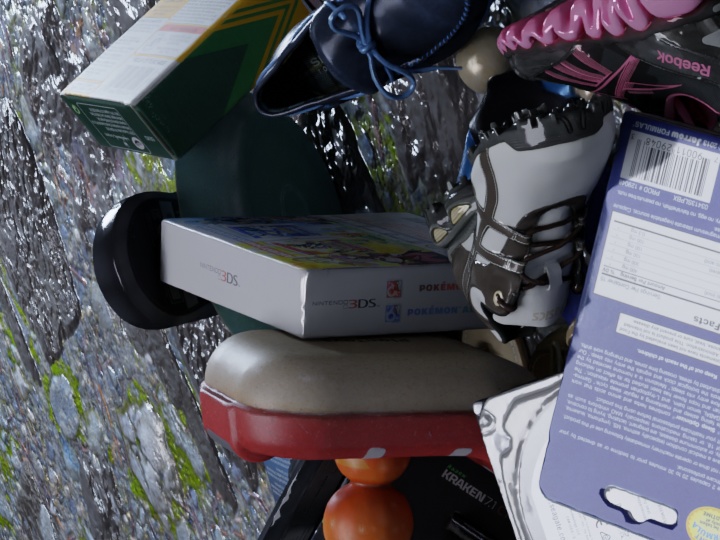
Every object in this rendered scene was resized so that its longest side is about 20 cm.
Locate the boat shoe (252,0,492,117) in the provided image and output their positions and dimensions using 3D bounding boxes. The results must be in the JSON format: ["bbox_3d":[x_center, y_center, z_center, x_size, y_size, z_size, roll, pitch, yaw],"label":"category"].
[{"bbox_3d":[0.007,-0.126,1.346,0.084,0.069,0.200,48,147,-3],"label":"boat shoe"}]

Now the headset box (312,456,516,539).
[{"bbox_3d":[0.055,0.201,1.472,0.174,0.093,0.200,33,145,6],"label":"headset box"}]

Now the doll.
[{"bbox_3d":[0.099,-0.054,1.313,0.136,0.048,0.201,-43,57,35],"label":"doll"}]

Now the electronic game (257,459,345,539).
[{"bbox_3d":[-0.020,0.109,1.486,0.041,0.200,0.200,29,147,2],"label":"electronic game"}]

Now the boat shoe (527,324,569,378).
[{"bbox_3d":[0.144,0.075,1.318,0.200,0.062,0.074,15,121,61],"label":"boat shoe"}]

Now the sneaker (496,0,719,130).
[{"bbox_3d":[0.141,-0.107,1.202,0.096,0.079,0.200,60,160,-11],"label":"sneaker"}]

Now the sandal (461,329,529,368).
[{"bbox_3d":[0.062,0.116,1.507,0.078,0.069,0.213,43,143,45],"label":"sandal"}]

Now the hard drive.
[{"bbox_3d":[0.165,0.103,1.201,0.199,0.038,0.140,-21,86,31],"label":"hard drive"}]

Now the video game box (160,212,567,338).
[{"bbox_3d":[0.000,0.000,1.416,0.200,0.181,0.047,19,106,60],"label":"video game box"}]

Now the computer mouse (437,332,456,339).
[{"bbox_3d":[0.026,0.094,1.608,0.059,0.034,0.200,60,154,21],"label":"computer mouse"}]

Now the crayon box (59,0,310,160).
[{"bbox_3d":[-0.088,-0.159,1.518,0.052,0.200,0.126,51,163,-24],"label":"crayon box"}]

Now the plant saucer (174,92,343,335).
[{"bbox_3d":[-0.056,-0.033,1.566,0.036,0.200,0.201,-17,93,23],"label":"plant saucer"}]

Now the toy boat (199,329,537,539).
[{"bbox_3d":[0.009,0.104,1.322,0.130,0.199,0.132,-159,71,-66],"label":"toy boat"}]

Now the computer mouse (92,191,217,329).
[{"bbox_3d":[-0.118,-0.002,1.534,0.052,0.200,0.139,-15,84,28],"label":"computer mouse"}]

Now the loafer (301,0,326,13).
[{"bbox_3d":[-0.022,-0.214,1.434,0.200,0.072,0.063,59,177,30],"label":"loafer"}]

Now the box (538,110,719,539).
[{"bbox_3d":[0.163,0.033,1.152,0.121,0.032,0.201,19,100,32],"label":"box"}]

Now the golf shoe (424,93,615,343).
[{"bbox_3d":[0.094,-0.024,1.198,0.200,0.077,0.095,117,137,-71],"label":"golf shoe"}]

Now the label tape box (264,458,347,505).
[{"bbox_3d":[-0.020,0.167,1.679,0.143,0.066,0.201,-178,70,-78],"label":"label tape box"}]
